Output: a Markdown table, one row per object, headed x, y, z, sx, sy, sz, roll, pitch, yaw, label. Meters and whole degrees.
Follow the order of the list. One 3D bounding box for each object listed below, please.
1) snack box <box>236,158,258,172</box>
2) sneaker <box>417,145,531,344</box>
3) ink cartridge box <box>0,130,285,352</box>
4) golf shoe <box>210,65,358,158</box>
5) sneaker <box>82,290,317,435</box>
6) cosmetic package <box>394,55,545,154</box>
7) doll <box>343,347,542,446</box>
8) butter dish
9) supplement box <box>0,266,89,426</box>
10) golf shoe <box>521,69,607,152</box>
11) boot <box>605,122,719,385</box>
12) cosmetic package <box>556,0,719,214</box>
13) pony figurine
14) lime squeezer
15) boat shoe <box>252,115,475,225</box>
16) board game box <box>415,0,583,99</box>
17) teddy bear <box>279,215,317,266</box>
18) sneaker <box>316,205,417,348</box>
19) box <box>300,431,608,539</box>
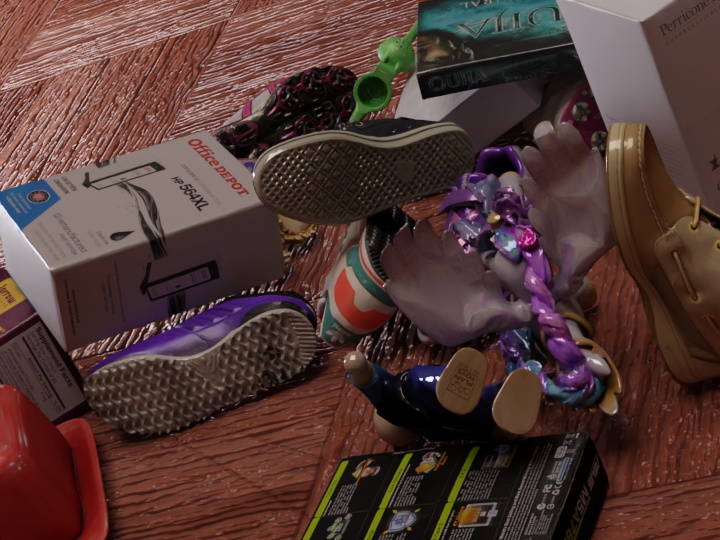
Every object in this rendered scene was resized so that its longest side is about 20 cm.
| x | y | z | sx | sy | sz | roll | pitch | yaw | label |
| --- | --- | --- | --- | --- | --- | --- | --- | --- | --- |
| -0.129 | -0.088 | 1.769 | 0.198 | 0.025 | 0.072 | -2 | 1 | -16 | snack box |
| 0.090 | -0.025 | 1.526 | 0.080 | 0.089 | 0.201 | -3 | 37 | 36 | sneaker |
| -0.182 | -0.029 | 1.624 | 0.199 | 0.085 | 0.146 | -20 | 35 | -22 | ink cartridge box |
| -0.088 | -0.138 | 1.885 | 0.199 | 0.073 | 0.092 | -32 | 13 | -24 | golf shoe |
| -0.124 | 0.067 | 1.587 | 0.199 | 0.070 | 0.100 | -17 | 22 | 9 | sneaker |
| 0.100 | -0.169 | 1.751 | 0.151 | 0.052 | 0.201 | -38 | 20 | 31 | cosmetic package |
| 0.050 | 0.088 | 1.331 | 0.200 | 0.136 | 0.049 | 148 | 142 | -72 | doll |
| -0.309 | 0.158 | 1.496 | 0.198 | 0.149 | 0.200 | -26 | 27 | 0 | butter dish |
| -0.347 | 0.106 | 1.665 | 0.199 | 0.104 | 0.131 | -33 | 28 | -13 | supplement box |
| 0.215 | -0.175 | 1.689 | 0.200 | 0.076 | 0.091 | -41 | 27 | -25 | golf shoe |
| 0.248 | -0.020 | 1.259 | 0.154 | 0.201 | 0.073 | -11 | 30 | 25 | boot |
| 0.282 | -0.166 | 1.477 | 0.199 | 0.201 | 0.123 | -35 | 29 | -15 | cosmetic package |
| 0.116 | 0.002 | 1.342 | 0.166 | 0.194 | 0.200 | -33 | 18 | 7 | pony figurine |
| 0.015 | -0.176 | 1.831 | 0.201 | 0.038 | 0.071 | -59 | 16 | -23 | lime squeezer |
| -0.003 | -0.082 | 1.538 | 0.199 | 0.075 | 0.062 | -13 | 21 | -33 | boat shoe |
| 0.145 | -0.203 | 1.646 | 0.198 | 0.028 | 0.136 | -10 | 32 | 9 | board game box |
| -0.130 | -0.027 | 1.759 | 0.198 | 0.067 | 0.146 | -6 | 38 | 21 | teddy bear |
| 0.000 | 0.000 | 1.578 | 0.093 | 0.070 | 0.200 | -47 | 11 | 16 | sneaker |
| 0.043 | 0.189 | 1.248 | 0.192 | 0.048 | 0.200 | -12 | 31 | 30 | box |
